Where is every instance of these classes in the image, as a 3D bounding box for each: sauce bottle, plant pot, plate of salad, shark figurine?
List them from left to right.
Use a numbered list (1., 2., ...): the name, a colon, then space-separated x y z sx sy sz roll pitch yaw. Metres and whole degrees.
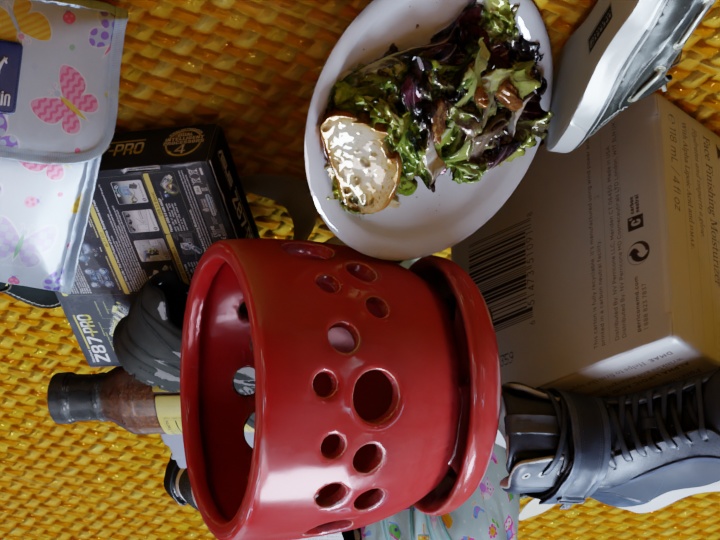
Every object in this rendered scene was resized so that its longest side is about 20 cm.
1. sauce bottle: -0.145 0.095 1.591 0.200 0.066 0.066 -1 151 16
2. shark figurine: -0.015 -0.089 1.434 0.090 0.128 0.214 46 165 -11
3. plant pot: -0.012 0.080 1.369 0.182 0.201 0.200 1 151 -18
4. plate of salad: 0.052 -0.096 1.306 0.200 0.200 0.048 33 179 -43

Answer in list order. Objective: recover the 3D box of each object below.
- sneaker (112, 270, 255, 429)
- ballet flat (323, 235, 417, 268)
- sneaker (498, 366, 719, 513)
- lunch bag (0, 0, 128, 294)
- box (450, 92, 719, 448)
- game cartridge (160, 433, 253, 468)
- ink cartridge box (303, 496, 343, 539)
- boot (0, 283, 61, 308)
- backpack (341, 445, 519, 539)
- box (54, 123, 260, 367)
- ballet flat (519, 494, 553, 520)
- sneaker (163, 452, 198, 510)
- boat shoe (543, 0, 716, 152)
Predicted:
1. sneaker: -0.078 0.060 1.486 0.200 0.076 0.091 17 136 -8
2. ballet flat: 0.000 0.000 1.531 0.075 0.068 0.200 -48 161 21
3. sneaker: 0.174 0.102 1.332 0.146 0.077 0.202 15 148 -26
4. lunch bag: -0.252 -0.098 1.343 0.169 0.127 0.200 10 122 -16
5. box: 0.177 0.015 1.457 0.200 0.199 0.131 -25 142 37
6. game cartridge: -0.119 0.061 1.622 0.133 0.041 0.200 -10 115 23
7. ink cartridge box: -0.014 0.223 1.941 0.146 0.086 0.200 2 149 -1
8. boot: -0.298 0.024 1.538 0.073 0.154 0.204 -16 146 28
9. backpack: 0.063 0.187 1.757 0.167 0.200 0.126 26 145 -34
10. box: -0.155 -0.013 1.515 0.161 0.049 0.200 -6 132 15
11. ballet flat: 0.132 0.207 1.926 0.074 0.074 0.200 26 142 -36
12. sneaker: -0.086 0.151 1.826 0.200 0.073 0.112 -20 -162 -29
13. boat shoe: 0.175 -0.137 1.322 0.064 0.071 0.200 11 147 -14
